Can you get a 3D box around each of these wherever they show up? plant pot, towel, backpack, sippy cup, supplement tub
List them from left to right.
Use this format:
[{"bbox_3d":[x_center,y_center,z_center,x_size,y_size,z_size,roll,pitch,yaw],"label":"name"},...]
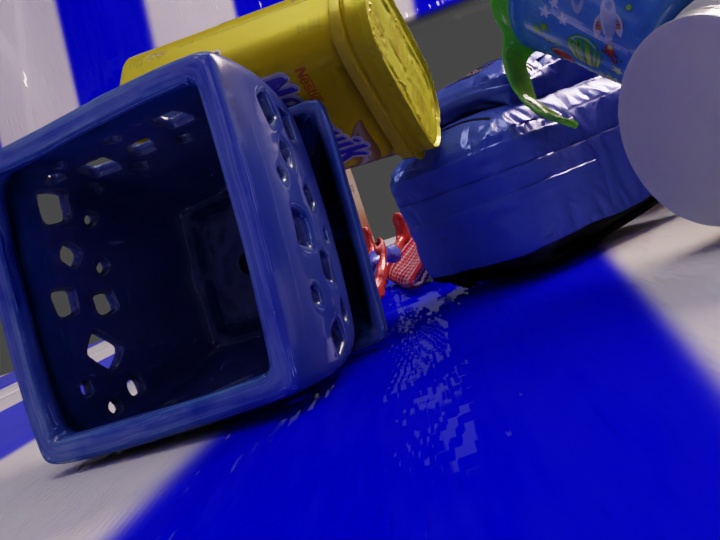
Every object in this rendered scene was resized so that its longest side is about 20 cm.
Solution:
[{"bbox_3d":[-0.103,-0.006,0.661,0.199,0.201,0.180,-18,-4,26],"label":"plant pot"},{"bbox_3d":[0.073,-0.049,1.022,0.145,0.022,0.200,-61,5,-1],"label":"towel"},{"bbox_3d":[0.120,-0.083,0.828,0.200,0.168,0.162,-30,4,-35],"label":"backpack"},{"bbox_3d":[0.181,-0.191,0.700,0.139,0.130,0.178,-27,-37,-24],"label":"sippy cup"},{"bbox_3d":[0.271,-0.114,0.629,0.199,0.146,0.145,-22,4,-34],"label":"supplement tub"}]

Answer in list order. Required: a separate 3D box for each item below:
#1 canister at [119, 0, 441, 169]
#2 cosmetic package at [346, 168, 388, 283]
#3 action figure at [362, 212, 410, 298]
[{"bbox_3d":[-0.058,-0.126,0.753,0.199,0.087,0.149,-15,-37,20],"label":"canister"},{"bbox_3d":[-0.050,-0.061,1.083,0.087,0.201,0.103,-18,4,21],"label":"cosmetic package"},{"bbox_3d":[0.000,0.000,0.948,0.065,0.052,0.200,-16,21,20],"label":"action figure"}]
